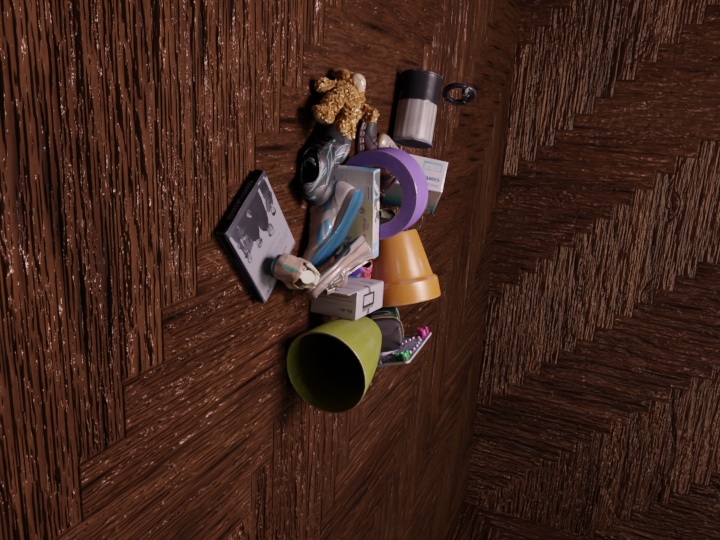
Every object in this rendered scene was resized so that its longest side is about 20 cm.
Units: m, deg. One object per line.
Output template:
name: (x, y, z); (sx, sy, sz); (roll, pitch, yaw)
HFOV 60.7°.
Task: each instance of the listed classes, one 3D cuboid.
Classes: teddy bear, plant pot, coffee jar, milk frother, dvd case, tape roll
teddy bear: (-0.030, -0.345, 1.249); (0.200, 0.145, 0.067); (-48, 176, -46)
plant pot: (-0.033, 0.179, 1.351); (0.200, 0.186, 0.188); (-39, 133, -58)
coffee jar: (0.056, 0.147, 1.586); (0.200, 0.104, 0.086); (-89, 172, -80)
milk frother: (0.201, -0.429, 1.684); (0.180, 0.199, 0.189); (3, 96, -72)
dvd case: (-0.182, -0.058, 1.110); (0.200, 0.025, 0.151); (73, 33, -51)
plant pot: (0.102, -0.010, 1.638); (0.200, 0.199, 0.184); (-18, 100, -66)
tape roll: (0.047, -0.176, 1.398); (0.085, 0.199, 0.201); (-32, 128, -63)

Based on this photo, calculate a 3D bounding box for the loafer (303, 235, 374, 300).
loafer: (-0.038, 0.003, 1.296); (0.063, 0.072, 0.200); (48, 54, -7)

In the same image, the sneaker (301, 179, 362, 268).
sneaker: (-0.074, -0.096, 1.305); (0.200, 0.081, 0.076); (-61, 159, 2)

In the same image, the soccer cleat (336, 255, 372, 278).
soccer cleat: (0.000, 0.000, 1.518); (0.200, 0.073, 0.068); (68, 37, -52)

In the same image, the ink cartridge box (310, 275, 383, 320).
ink cartridge box: (-0.037, 0.062, 1.395); (0.200, 0.116, 0.068); (-16, 113, -65)

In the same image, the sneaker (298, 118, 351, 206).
sneaker: (-0.074, -0.233, 1.243); (0.079, 0.075, 0.201); (42, 59, -62)

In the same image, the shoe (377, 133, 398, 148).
shoe: (0.091, -0.307, 1.648); (0.200, 0.053, 0.070); (42, 60, -65)

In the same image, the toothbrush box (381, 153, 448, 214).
toothbrush box: (0.136, -0.225, 1.597); (0.200, 0.146, 0.086); (86, 17, -80)

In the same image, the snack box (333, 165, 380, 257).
snack box: (-0.017, -0.130, 1.368); (0.037, 0.116, 0.201); (-38, 133, -59)

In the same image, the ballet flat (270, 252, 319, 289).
ballet flat: (-0.117, 0.010, 1.190); (0.200, 0.067, 0.068); (16, 92, -81)

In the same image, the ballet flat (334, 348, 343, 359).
ballet flat: (-0.033, 0.182, 1.523); (0.200, 0.071, 0.072); (-40, 135, -60)

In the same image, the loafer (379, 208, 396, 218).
loafer: (0.046, -0.132, 1.576); (0.200, 0.075, 0.070); (-42, 137, -62)

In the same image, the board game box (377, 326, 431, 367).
board game box: (0.064, 0.202, 1.603); (0.200, 0.199, 0.026); (-35, 111, -62)

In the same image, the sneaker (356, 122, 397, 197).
sneaker: (0.050, -0.269, 1.479); (0.076, 0.115, 0.201); (-2, 101, -68)
